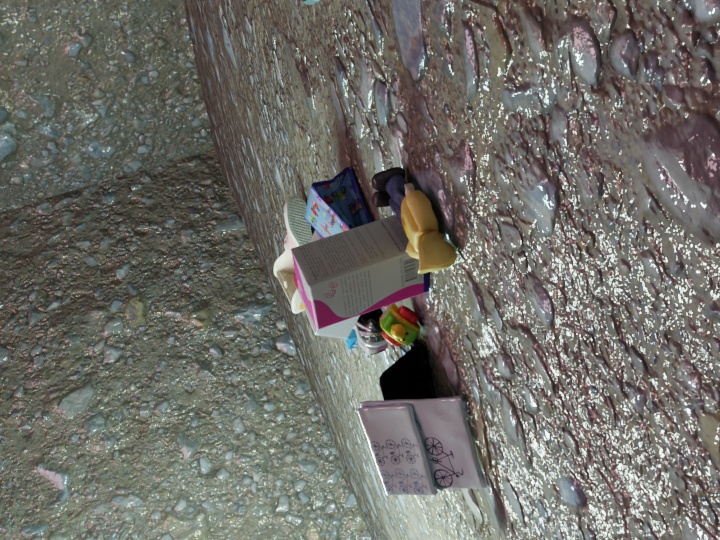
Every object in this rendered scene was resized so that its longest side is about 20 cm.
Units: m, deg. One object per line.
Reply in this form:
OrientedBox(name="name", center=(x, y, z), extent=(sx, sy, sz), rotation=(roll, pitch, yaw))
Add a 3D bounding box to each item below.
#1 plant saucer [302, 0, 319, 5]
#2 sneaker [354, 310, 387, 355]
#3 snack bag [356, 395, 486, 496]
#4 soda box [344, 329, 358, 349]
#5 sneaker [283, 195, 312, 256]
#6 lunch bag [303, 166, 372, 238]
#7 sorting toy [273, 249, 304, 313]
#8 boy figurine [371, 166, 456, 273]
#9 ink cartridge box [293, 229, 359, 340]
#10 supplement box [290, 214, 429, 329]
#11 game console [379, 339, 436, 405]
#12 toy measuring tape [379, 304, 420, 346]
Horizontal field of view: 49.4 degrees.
OrientedBox(name="plant saucer", center=(-0.111, -0.565, 1.358), extent=(0.070, 0.019, 0.202), rotation=(-145, 40, -69))
OrientedBox(name="sneaker", center=(0.007, 0.087, 1.686), extent=(0.200, 0.080, 0.087), rotation=(45, 140, 46))
OrientedBox(name="snack bag", center=(0.107, 0.304, 1.338), extent=(0.021, 0.198, 0.190), rotation=(-45, -57, -58))
OrientedBox(name="soda box", center=(-0.033, 0.075, 1.810), extent=(0.064, 0.067, 0.201), rotation=(96, 153, -62))
OrientedBox(name="sneaker", center=(-0.177, -0.108, 2.103), extent=(0.104, 0.075, 0.202), rotation=(17, 130, 53))
OrientedBox(name="lunch bag", center=(-0.020, -0.073, 1.539), extent=(0.201, 0.094, 0.151), rotation=(59, 162, 12))
OrientedBox(name="sorting toy", center=(-0.179, -0.012, 2.262), extent=(0.200, 0.106, 0.181), rotation=(-123, 27, -50))
OrientedBox(name="boy figurine", center=(0.079, -0.063, 1.158), extent=(0.125, 0.064, 0.201), rotation=(90, 161, -46))
OrientedBox(name="ink cartridge box", center=(-0.061, 0.029, 1.670), extent=(0.146, 0.083, 0.201), rotation=(-62, 32, 26))
OrientedBox(name="supplement box", center=(0.000, 0.000, 1.265), extent=(0.104, 0.198, 0.102), rotation=(-122, 19, -45))
OrientedBox(name="game console", center=(0.079, 0.234, 1.453), extent=(0.176, 0.115, 0.202), rotation=(-141, 35, -67))
OrientedBox(name="toy measuring tape", center=(0.073, 0.093, 1.433), extent=(0.200, 0.073, 0.074), rotation=(-88, -18, -79))
